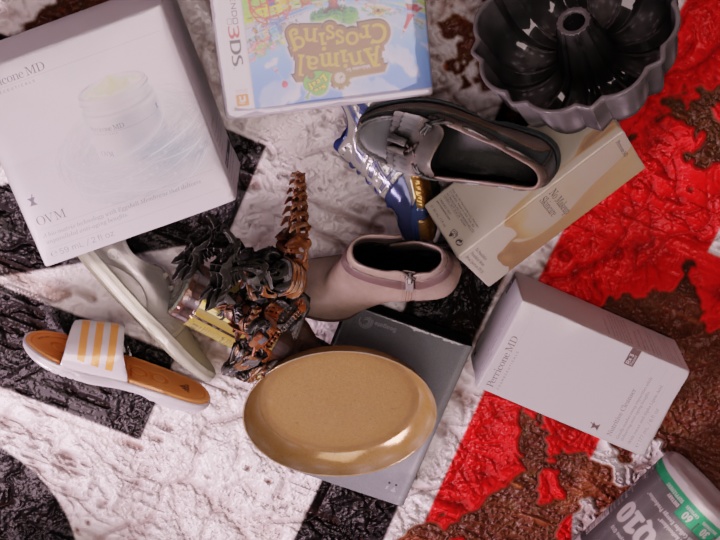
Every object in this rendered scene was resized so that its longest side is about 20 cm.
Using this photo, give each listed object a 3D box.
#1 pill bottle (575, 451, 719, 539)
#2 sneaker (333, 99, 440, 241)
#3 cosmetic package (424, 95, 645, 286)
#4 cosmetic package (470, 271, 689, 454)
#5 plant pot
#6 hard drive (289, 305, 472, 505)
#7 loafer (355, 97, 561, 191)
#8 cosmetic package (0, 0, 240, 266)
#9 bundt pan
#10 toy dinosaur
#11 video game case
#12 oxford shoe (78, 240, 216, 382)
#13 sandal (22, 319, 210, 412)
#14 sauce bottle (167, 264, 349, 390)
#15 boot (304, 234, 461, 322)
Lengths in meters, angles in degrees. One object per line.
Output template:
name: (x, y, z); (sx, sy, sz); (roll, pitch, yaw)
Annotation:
pill bottle: (0.302, 0.301, 1.704); (0.113, 0.113, 0.200); (39, 104, -16)
sneaker: (0.022, -0.116, 1.564); (0.087, 0.075, 0.202); (-10, 108, 17)
cosmetic package: (0.172, -0.082, 1.545); (0.199, 0.071, 0.105); (-38, 152, 9)
cosmetic package: (0.226, 0.096, 1.640); (0.198, 0.081, 0.114); (20, 111, -11)
plant pot: (-0.021, 0.139, 1.604); (0.197, 0.028, 0.201); (-1, 135, -1)
hard drive: (0.018, 0.139, 1.672); (0.138, 0.033, 0.202); (19, 108, -9)
loafer: (0.086, -0.114, 1.470); (0.198, 0.063, 0.073); (10, 115, 12)
cosmetic package: (-0.241, -0.142, 1.506); (0.197, 0.123, 0.202); (-19, 109, 4)
bundt pan: (0.208, -0.211, 1.476); (0.200, 0.203, 0.076); (-26, 144, 7)
toy dinosaur: (-0.100, 0.005, 1.514); (0.135, 0.102, 0.203); (15, 80, -34)
video game case: (-0.038, -0.240, 1.451); (0.197, 0.022, 0.184); (-7, 112, -2)
oxford shoe: (-0.207, 0.034, 1.605); (0.058, 0.075, 0.200); (-43, 109, -12)
sandal: (-0.243, 0.084, 1.620); (0.205, 0.079, 0.060); (19, 108, -19)
sauce bottle: (-0.097, 0.061, 1.590); (0.199, 0.065, 0.065); (30, 107, -18)
boot: (0.000, 0.000, 1.549); (0.197, 0.146, 0.071); (-3, 76, 2)
